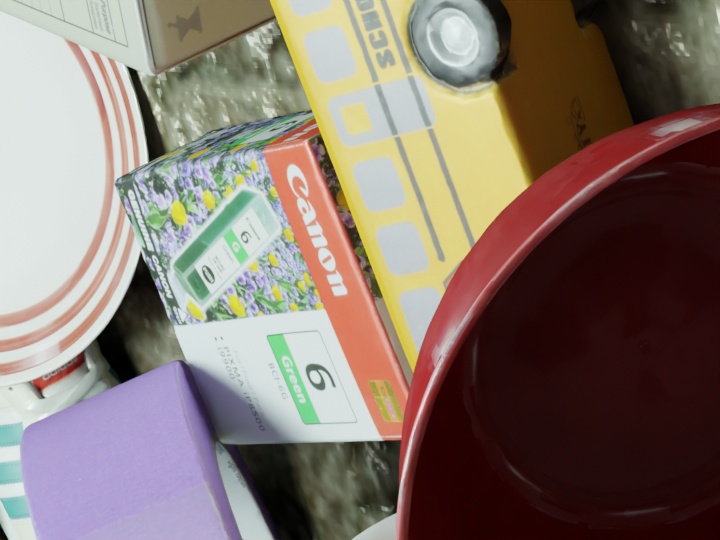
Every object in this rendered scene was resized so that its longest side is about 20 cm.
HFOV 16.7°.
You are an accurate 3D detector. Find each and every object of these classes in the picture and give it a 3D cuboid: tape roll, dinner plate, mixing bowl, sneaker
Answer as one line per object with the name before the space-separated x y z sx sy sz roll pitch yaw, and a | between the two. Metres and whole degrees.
tape roll | -0.056 0.136 0.905 0.200 0.066 0.200 -23 -90 -90
dinner plate | -0.165 -0.051 0.997 0.200 0.024 0.201 9 109 26
mixing bowl | 0.092 0.037 0.628 0.108 0.200 0.200 -126 21 -66
sneaker | -0.127 0.069 1.038 0.200 0.070 0.093 47 151 27

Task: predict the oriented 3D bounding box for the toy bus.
toy bus | 0.037 -0.036 0.717 0.078 0.065 0.200 -12 104 38

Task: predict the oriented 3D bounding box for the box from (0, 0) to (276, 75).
box | -0.108 -0.144 0.845 0.200 0.078 0.095 27 134 43

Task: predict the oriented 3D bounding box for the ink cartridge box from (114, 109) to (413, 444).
ink cartridge box | 0.000 0.000 0.827 0.200 0.050 0.109 -7 108 57

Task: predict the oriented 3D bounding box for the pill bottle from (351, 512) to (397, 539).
pill bottle | 0.058 0.185 0.820 0.120 0.120 0.200 17 126 48
